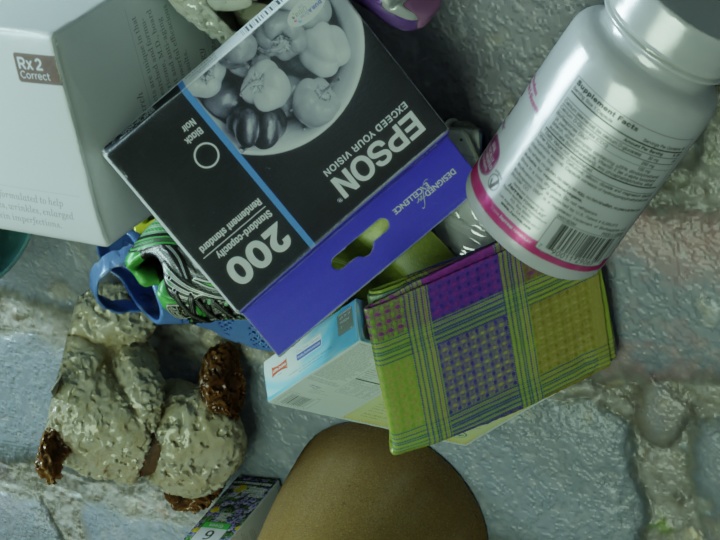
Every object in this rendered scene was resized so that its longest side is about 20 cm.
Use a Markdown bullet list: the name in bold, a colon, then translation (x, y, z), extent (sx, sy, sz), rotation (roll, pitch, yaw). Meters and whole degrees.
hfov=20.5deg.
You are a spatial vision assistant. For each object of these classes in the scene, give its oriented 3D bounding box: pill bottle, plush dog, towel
- **pill bottle**: translation (0.165, -0.102, 1.322), extent (0.113, 0.113, 0.201), rotation (37, 120, 6)
- **plush dog**: translation (-0.179, 0.132, 1.699), extent (0.170, 0.161, 0.201), rotation (14, 129, -5)
- **towel**: translation (0.097, 0.042, 1.435), extent (0.023, 0.199, 0.145), rotation (40, 148, 53)

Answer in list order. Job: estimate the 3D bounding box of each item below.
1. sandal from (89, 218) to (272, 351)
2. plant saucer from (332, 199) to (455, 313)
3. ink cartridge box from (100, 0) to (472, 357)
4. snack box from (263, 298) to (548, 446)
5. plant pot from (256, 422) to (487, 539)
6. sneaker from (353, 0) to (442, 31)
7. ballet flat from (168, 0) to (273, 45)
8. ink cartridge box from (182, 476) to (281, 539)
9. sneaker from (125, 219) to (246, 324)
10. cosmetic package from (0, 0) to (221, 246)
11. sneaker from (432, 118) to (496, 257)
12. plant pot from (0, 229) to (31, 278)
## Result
- **sandal**: translation (-0.142, 0.021, 1.628), extent (0.198, 0.087, 0.080), rotation (20, 126, 18)
- **plant saucer**: translation (0.000, 0.000, 1.506), extent (0.199, 0.031, 0.201), rotation (30, 155, 15)
- **ink cartridge box**: translation (-0.042, -0.070, 1.379), extent (0.198, 0.043, 0.200), rotation (-40, 106, 1)
- **snack box**: translation (0.041, 0.080, 1.498), extent (0.199, 0.037, 0.116), rotation (16, 145, -36)
- **plant pot**: translation (-0.019, 0.258, 1.627), extent (0.185, 0.200, 0.188), rotation (16, 127, 22)
- **sneaker**: translation (-0.028, -0.232, 1.403), extent (0.200, 0.080, 0.089), rotation (41, 139, 10)
- **ballet flat**: translation (-0.079, -0.190, 1.425), extent (0.071, 0.072, 0.200), rotation (-7, 144, 35)
- **ink cartridge box**: translation (-0.122, 0.277, 1.702), extent (0.050, 0.200, 0.110), rotation (2, 120, 30)
- **sneaker**: translation (-0.102, 0.018, 1.540), extent (0.199, 0.085, 0.078), rotation (29, 157, 40)
- **cosmetic package**: translation (-0.200, -0.142, 1.470), extent (0.164, 0.200, 0.166), rotation (9, 124, 36)
- **sneaker**: translation (0.049, -0.080, 1.465), extent (0.199, 0.074, 0.088), rotation (28, 114, 10)
- **plant pot**: translation (-0.392, -0.052, 1.674), extent (0.201, 0.200, 0.161), rotation (52, 145, -7)
